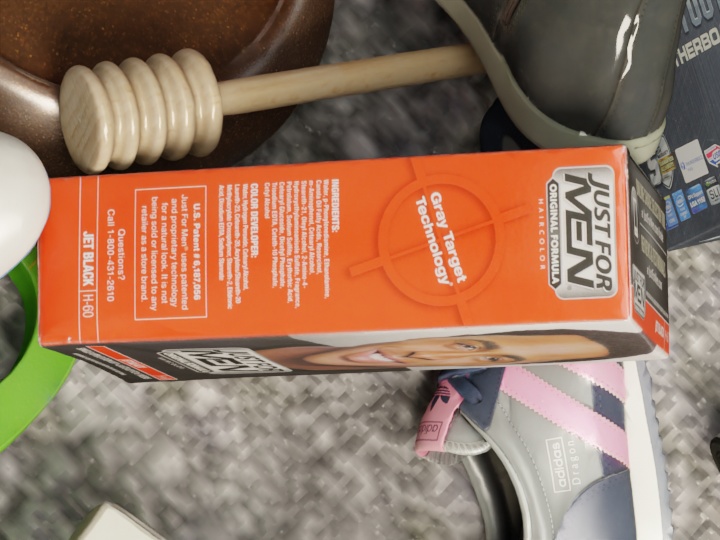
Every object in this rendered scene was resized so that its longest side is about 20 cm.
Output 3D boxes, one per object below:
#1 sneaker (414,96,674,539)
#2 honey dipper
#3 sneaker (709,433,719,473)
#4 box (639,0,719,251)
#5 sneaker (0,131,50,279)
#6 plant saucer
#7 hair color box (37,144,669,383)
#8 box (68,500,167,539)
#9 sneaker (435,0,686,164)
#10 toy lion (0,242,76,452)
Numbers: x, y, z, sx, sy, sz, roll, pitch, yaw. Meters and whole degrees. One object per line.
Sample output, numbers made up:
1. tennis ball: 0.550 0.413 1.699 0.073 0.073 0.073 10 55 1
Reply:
1. sneaker: 0.056 0.032 1.059 0.082 0.070 0.201 -9 81 -16
2. honey dipper: -0.008 -0.068 1.029 0.199 0.038 0.038 -12 83 -27
3. sneaker: 0.234 0.107 1.080 0.121 0.084 0.200 -37 88 -5
4. box: 0.146 -0.104 1.033 0.051 0.200 0.158 -12 84 -23
5. sneaker: -0.197 -0.015 0.942 0.199 0.072 0.072 -5 82 -12
6. plant saucer: -0.097 -0.124 1.049 0.200 0.034 0.201 7 70 -21
7. hair color box: 0.000 0.000 1.002 0.199 0.101 0.062 -4 80 13
8. box: -0.119 0.179 0.995 0.068 0.082 0.200 36 77 -3
9. sneaker: 0.067 -0.136 1.029 0.075 0.106 0.200 -2 40 -29
10. toy lion: -0.168 -0.031 1.034 0.192 0.069 0.200 -39 90 -22
